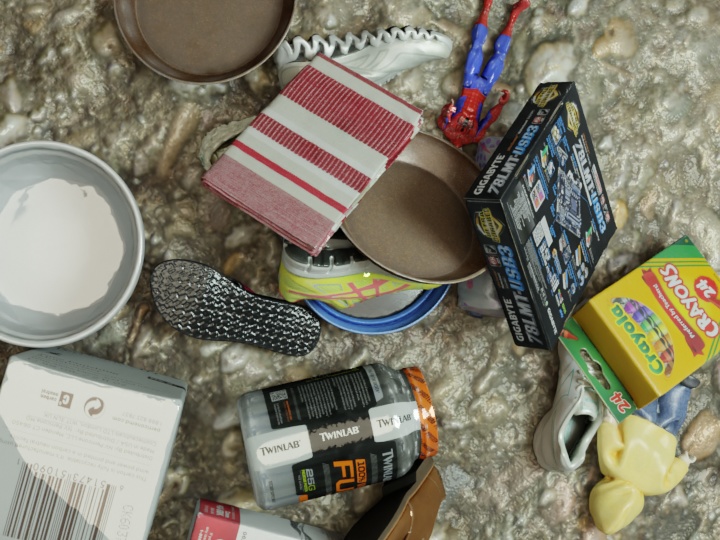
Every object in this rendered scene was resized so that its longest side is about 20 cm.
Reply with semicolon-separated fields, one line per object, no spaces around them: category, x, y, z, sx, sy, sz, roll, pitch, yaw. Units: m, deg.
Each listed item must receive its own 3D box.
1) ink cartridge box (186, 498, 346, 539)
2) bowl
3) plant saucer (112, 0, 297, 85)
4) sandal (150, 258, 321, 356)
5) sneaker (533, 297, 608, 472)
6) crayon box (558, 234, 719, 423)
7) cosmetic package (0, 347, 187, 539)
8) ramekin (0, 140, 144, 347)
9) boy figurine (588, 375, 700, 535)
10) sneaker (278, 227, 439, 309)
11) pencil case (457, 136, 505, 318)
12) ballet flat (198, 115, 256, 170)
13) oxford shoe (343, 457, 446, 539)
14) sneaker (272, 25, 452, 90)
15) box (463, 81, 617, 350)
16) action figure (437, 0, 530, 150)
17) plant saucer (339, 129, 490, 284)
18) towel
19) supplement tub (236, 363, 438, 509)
ink cartridge box;-0.096;0.342;1.091;0.197;0.083;0.149;15;86;-8
bowl;0.012;-0.032;1.139;0.197;0.039;0.205;0;88;-9
plant saucer;-0.163;-0.291;1.105;0.196;0.035;0.204;0;81;1
sandal;-0.138;0.044;1.118;0.197;0.045;0.076;21;91;-23
sneaker;0.252;0.130;1.155;0.069;0.080;0.204;15;85;-6
crayon box;0.323;0.062;1.137;0.198;0.051;0.128;-30;77;-26
cosmetic package;-0.267;0.177;1.009;0.162;0.200;0.168;16;87;-8
ramekin;-0.318;-0.025;1.054;0.196;0.105;0.204;0;88;-9
boy figurine;0.320;0.205;1.171;0.123;0.064;0.203;22;86;-8
sneaker;0.000;0.000;1.087;0.197;0.091;0.079;4;47;-24
pencil case;0.161;-0.046;1.142;0.089;0.083;0.204;7;88;-28
ballet flat;-0.078;-0.137;1.092;0.197;0.072;0.073;-16;91;7
oxford shoe;0.040;0.270;1.077;0.072;0.071;0.200;57;40;-7
sneaker;0.004;-0.222;1.132;0.196;0.075;0.083;-7;97;-1
box;0.194;-0.058;1.078;0.199;0.049;0.202;-55;134;-35
action figure;0.136;-0.216;1.137;0.064;0.099;0.203;19;88;-7
plant saucer;0.054;-0.062;1.069;0.197;0.037;0.203;11;52;-15
towel;-0.045;-0.121;1.033;0.143;0.023;0.201;32;64;15
supplement tub;-0.025;0.169;1.087;0.196;0.122;0.125;-12;91;-8
